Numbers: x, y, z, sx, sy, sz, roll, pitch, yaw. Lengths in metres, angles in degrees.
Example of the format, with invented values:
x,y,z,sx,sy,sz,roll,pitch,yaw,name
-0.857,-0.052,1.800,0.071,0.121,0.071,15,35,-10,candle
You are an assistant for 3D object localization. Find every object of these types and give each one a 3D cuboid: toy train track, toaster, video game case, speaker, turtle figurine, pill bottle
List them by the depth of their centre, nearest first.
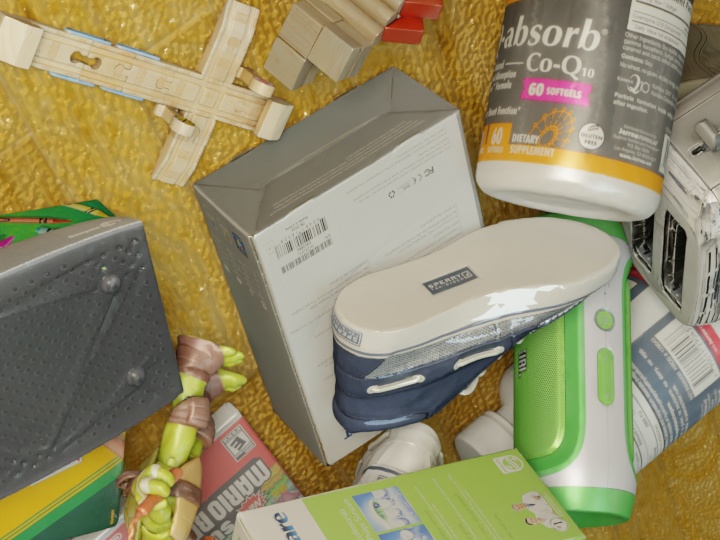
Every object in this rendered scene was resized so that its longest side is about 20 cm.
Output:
x,y,z,sx,sy,sz,roll,pitch,yaw,name
-0.114,-0.104,0.923,0.199,0.033,0.115,13,108,-41,toy train track
-0.110,0.131,0.990,0.200,0.064,0.162,68,31,-62,turtle figurine
0.141,-0.137,1.009,0.116,0.116,0.202,13,86,-41,pill bottle
0.250,-0.048,1.097,0.129,0.114,0.200,-28,150,-9,toaster
0.142,0.067,1.105,0.088,0.088,0.202,18,67,-43,speaker
-0.097,0.196,1.135,0.143,0.017,0.200,-41,134,-10,video game case
0.171,0.096,1.208,0.200,0.120,0.120,-37,133,-12,pill bottle

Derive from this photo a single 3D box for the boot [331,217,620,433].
x,y,z,sx,sy,sz,roll,pitch,yaw,name
0.069,0.033,1.027,0.199,0.073,0.091,-15,133,-22,boot

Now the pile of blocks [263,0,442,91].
x,y,z,sx,sy,sz,roll,pitch,yaw,name
0.033,-0.170,0.952,0.200,0.062,0.082,-49,164,-2,pile of blocks

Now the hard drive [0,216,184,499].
x,y,z,sx,sy,sz,roll,pitch,yaw,name
-0.197,0.056,0.870,0.199,0.042,0.136,-27,130,-22,hard drive

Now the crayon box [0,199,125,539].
x,y,z,sx,sy,sz,roll,pitch,yaw,name
-0.198,0.066,0.947,0.118,0.058,0.201,-11,123,-32,crayon box

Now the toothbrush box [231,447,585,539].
x,y,z,sx,sy,sz,roll,pitch,yaw,name
0.019,0.205,1.001,0.199,0.086,0.146,-11,132,-29,toothbrush box

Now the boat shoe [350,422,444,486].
x,y,z,sx,sy,sz,roll,pitch,yaw,name
0.029,0.153,1.130,0.200,0.073,0.066,114,0,-70,boat shoe

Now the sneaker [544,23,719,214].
x,y,z,sx,sy,sz,roll,pitch,yaw,name
0.207,-0.104,1.155,0.199,0.075,0.107,-15,135,-28,sneaker

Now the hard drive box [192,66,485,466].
x,y,z,sx,sy,sz,roll,pitch,yaw,name
0.000,0.000,1.045,0.155,0.077,0.201,-31,131,-18,hard drive box
